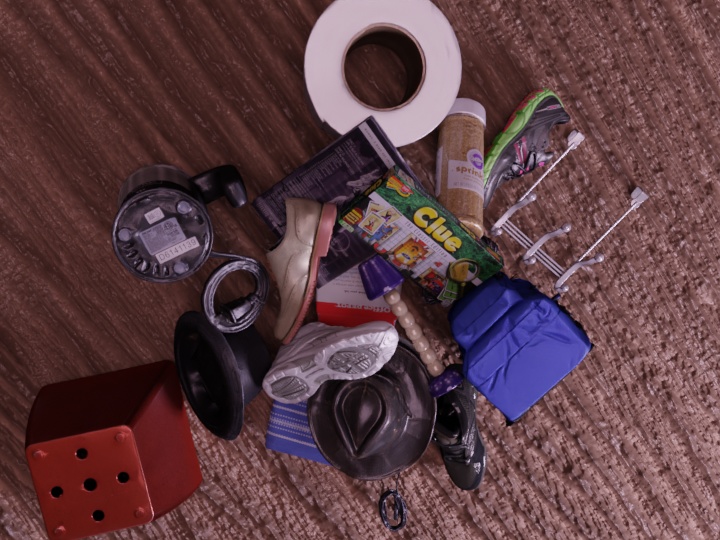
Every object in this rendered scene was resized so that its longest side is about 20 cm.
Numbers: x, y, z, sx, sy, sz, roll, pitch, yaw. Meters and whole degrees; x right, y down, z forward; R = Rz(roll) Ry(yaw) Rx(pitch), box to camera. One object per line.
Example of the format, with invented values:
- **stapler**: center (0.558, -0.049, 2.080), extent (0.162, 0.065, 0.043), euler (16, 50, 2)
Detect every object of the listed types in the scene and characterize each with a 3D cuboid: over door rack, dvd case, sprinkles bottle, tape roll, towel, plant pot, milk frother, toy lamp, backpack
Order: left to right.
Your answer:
- **plant pot**: center (-0.345, 0.258, 1.004), extent (0.200, 0.176, 0.200), euler (-12, 99, -3)
- **milk frother**: center (-0.223, -0.032, 0.972), extent (0.180, 0.188, 0.200), euler (-10, 109, -12)
- **towel**: center (-0.050, 0.183, 1.054), extent (0.145, 0.024, 0.200), euler (14, 102, 3)
- **dvd case**: center (-0.022, -0.083, 0.954), extent (0.200, 0.016, 0.149), euler (-32, 105, 21)
- **tape roll**: center (0.023, -0.262, 0.985), extent (0.203, 0.139, 0.203), euler (-1, 98, -4)
- **toy lamp**: center (0.063, 0.070, 0.970), extent (0.058, 0.058, 0.200), euler (-33, 91, 0)
- **sprinkles bottle**: center (0.135, -0.136, 1.001), extent (0.068, 0.068, 0.200), euler (8, 64, -6)
- **backpack**: center (0.209, 0.082, 1.018), extent (0.162, 0.200, 0.168), euler (-39, 90, 10)
- **over door rack**: center (0.307, -0.086, 1.070), extent (0.148, 0.067, 0.200), euler (40, 93, -9)

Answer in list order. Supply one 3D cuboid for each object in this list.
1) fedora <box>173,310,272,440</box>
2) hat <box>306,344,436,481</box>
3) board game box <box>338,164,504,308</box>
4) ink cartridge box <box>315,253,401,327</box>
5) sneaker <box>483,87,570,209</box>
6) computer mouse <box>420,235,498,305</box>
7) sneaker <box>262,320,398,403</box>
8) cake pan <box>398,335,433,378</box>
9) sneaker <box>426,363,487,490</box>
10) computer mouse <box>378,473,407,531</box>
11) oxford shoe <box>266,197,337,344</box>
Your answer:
- **fedora**: center (-0.181, 0.135, 1.022), extent (0.092, 0.201, 0.201), euler (-21, 100, -33)
- **hat**: center (0.008, 0.196, 0.988), extent (0.200, 0.081, 0.201), euler (1, 96, 10)
- **board game box**: center (0.079, -0.038, 0.938), extent (0.200, 0.023, 0.105), euler (37, 119, -23)
- **ink cartridge box**: center (0.000, 0.000, 1.031), extent (0.116, 0.067, 0.200), euler (5, 113, 7)
- **sneaker**: center (0.226, -0.164, 1.048), extent (0.084, 0.077, 0.200), euler (37, 94, -5)
- **computer mouse**: center (0.087, -0.058, 1.059), extent (0.200, 0.053, 0.138), euler (44, 113, -9)
- **sneaker**: center (-0.042, 0.097, 0.972), extent (0.200, 0.099, 0.078), euler (-22, 128, 21)
- **cake pan**: center (0.011, 0.182, 1.094), extent (0.200, 0.037, 0.200), euler (-1, 98, -5)
- **sneaker**: center (0.132, 0.246, 1.064), extent (0.076, 0.114, 0.200), euler (6, 113, 28)
- **computer mouse**: center (0.054, 0.289, 1.081), extent (0.059, 0.034, 0.200), euler (2, 103, -22)
- **oxford shoe**: center (-0.089, -0.001, 0.952), extent (0.074, 0.071, 0.200), euler (15, 105, -6)
